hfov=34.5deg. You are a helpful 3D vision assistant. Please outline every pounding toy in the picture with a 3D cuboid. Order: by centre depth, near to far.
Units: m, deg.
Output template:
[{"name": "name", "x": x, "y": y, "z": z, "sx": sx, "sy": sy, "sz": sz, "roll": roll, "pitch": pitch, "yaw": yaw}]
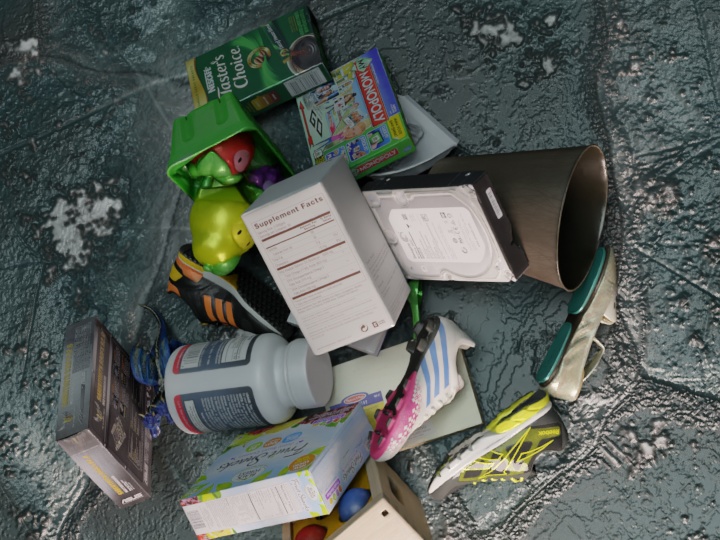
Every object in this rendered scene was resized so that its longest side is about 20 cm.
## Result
[{"name": "pounding toy", "x": -0.031, "y": 0.317, "z": 1.436, "sx": 0.184, "sy": 0.200, "sz": 0.142, "roll": -41, "pitch": 103, "yaw": 5}]

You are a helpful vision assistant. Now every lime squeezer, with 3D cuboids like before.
[{"name": "lime squeezer", "x": 0.102, "y": 0.017, "z": 1.517, "sx": 0.070, "sy": 0.038, "sz": 0.200, "roll": 29, "pitch": 77, "yaw": 36}]

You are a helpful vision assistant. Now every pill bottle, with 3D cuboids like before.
[{"name": "pill bottle", "x": -0.144, "y": 0.146, "z": 1.521, "sx": 0.199, "sy": 0.120, "sz": 0.120, "roll": -9, "pitch": 77, "yaw": 21}]

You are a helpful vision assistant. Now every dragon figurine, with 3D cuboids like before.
[{"name": "dragon figurine", "x": -0.275, "y": 0.127, "z": 1.582, "sx": 0.059, "sy": 0.099, "sz": 0.201, "roll": -17, "pitch": 75, "yaw": 12}]

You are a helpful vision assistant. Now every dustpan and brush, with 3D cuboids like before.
[{"name": "dustpan and brush", "x": 0.015, "y": -0.149, "z": 1.550, "sx": 0.200, "sy": 0.057, "sz": 0.140, "roll": -44, "pitch": 52, "yaw": 2}]

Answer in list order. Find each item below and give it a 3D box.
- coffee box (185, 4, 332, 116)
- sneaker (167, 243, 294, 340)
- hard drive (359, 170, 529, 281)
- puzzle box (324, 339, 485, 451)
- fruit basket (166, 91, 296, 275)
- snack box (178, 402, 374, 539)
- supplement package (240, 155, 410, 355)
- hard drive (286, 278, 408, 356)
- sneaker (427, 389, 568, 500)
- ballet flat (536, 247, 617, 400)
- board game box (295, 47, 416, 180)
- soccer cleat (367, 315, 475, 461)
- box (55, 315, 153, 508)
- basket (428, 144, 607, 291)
[{"name": "coffee box", "x": -0.146, "y": -0.281, "z": 1.638, "sx": 0.199, "sy": 0.044, "sz": 0.123, "roll": -22, "pitch": 56, "yaw": 12}, {"name": "sneaker", "x": -0.181, "y": 0.050, "z": 1.597, "sx": 0.200, "sy": 0.070, "sz": 0.090, "roll": 37, "pitch": 117, "yaw": 13}, {"name": "hard drive", "x": 0.098, "y": -0.051, "z": 1.422, "sx": 0.199, "sy": 0.140, "sz": 0.038, "roll": 3, "pitch": 38, "yaw": 49}, {"name": "puzzle box", "x": 0.050, "y": 0.166, "z": 1.517, "sx": 0.199, "sy": 0.025, "sz": 0.134, "roll": -19, "pitch": 75, "yaw": 12}, {"name": "fruit basket", "x": -0.164, "y": -0.100, "z": 1.540, "sx": 0.155, "sy": 0.216, "sz": 0.216, "roll": -25, "pitch": 73, "yaw": 10}, {"name": "snack box", "x": -0.099, "y": 0.250, "z": 1.443, "sx": 0.199, "sy": 0.169, "sz": 0.068, "roll": -20, "pitch": 103, "yaw": 30}, {"name": "supplement package", "x": -0.039, "y": -0.020, "z": 1.432, "sx": 0.117, "sy": 0.117, "sz": 0.201, "roll": -22, "pitch": 104, "yaw": 21}, {"name": "hard drive", "x": 0.000, "y": 0.000, "z": 1.552, "sx": 0.131, "sy": 0.025, "sz": 0.201, "roll": 19, "pitch": 78, "yaw": 19}, {"name": "sneaker", "x": 0.171, "y": 0.236, "z": 1.442, "sx": 0.200, "sy": 0.074, "sz": 0.085, "roll": -39, "pitch": 90, "yaw": 16}, {"name": "ballet flat", "x": 0.285, "y": 0.069, "z": 1.457, "sx": 0.062, "sy": 0.067, "sz": 0.201, "roll": 25, "pitch": 91, "yaw": -10}, {"name": "board game box", "x": -0.010, "y": -0.203, "z": 1.561, "sx": 0.134, "sy": 0.029, "sz": 0.201, "roll": -27, "pitch": 46, "yaw": 11}, {"name": "soccer cleat", "x": 0.082, "y": 0.155, "z": 1.447, "sx": 0.086, "sy": 0.070, "sz": 0.201, "roll": 29, "pitch": 77, "yaw": -15}, {"name": "box", "x": -0.330, "y": 0.184, "z": 1.516, "sx": 0.048, "sy": 0.159, "sz": 0.201, "roll": -21, "pitch": 43, "yaw": 10}, {"name": "basket", "x": 0.188, "y": -0.078, "z": 1.454, "sx": 0.199, "sy": 0.136, "sz": 0.181, "roll": 11, "pitch": 84, "yaw": 33}]
